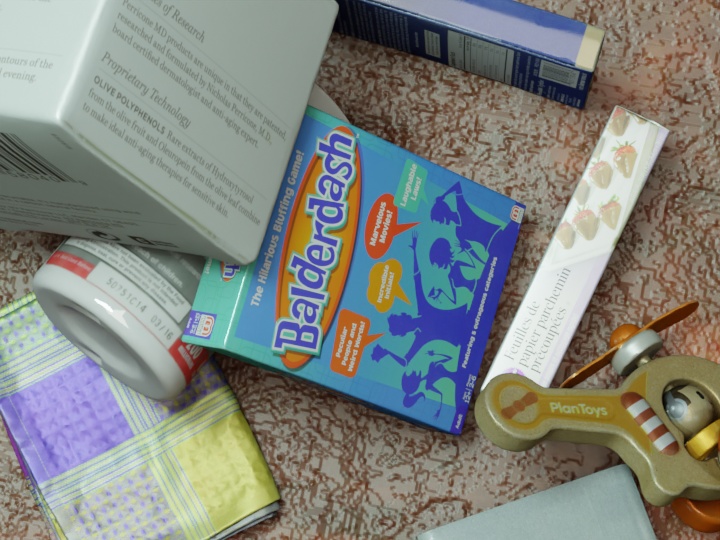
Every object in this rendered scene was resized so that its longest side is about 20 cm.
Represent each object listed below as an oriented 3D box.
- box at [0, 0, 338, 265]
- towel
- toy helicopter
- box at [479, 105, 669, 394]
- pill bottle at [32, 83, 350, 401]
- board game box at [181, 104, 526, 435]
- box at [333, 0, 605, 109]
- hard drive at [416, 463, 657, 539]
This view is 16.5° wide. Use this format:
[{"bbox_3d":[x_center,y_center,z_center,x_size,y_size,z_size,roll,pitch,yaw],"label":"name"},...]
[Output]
[{"bbox_3d":[-0.158,-0.125,1.385,0.198,0.200,0.172,8,73,34],"label":"box"},{"bbox_3d":[-0.149,0.095,1.555,0.143,0.023,0.201,-25,83,-1],"label":"towel"},{"bbox_3d":[0.158,0.081,1.500,0.199,0.079,0.133,5,56,-25],"label":"toy helicopter"},{"bbox_3d":[0.133,-0.005,1.551,0.039,0.041,0.201,25,83,5],"label":"box"},{"bbox_3d":[-0.096,-0.030,1.512,0.114,0.114,0.200,37,72,6],"label":"pill bottle"},{"bbox_3d":[0.000,0.000,1.491,0.199,0.045,0.153,21,82,-39],"label":"board game box"},{"bbox_3d":[0.050,-0.153,1.532,0.199,0.121,0.033,17,84,4],"label":"box"},{"bbox_3d":[0.131,0.231,1.495,0.139,0.033,0.201,-19,66,-2],"label":"hard drive"}]
